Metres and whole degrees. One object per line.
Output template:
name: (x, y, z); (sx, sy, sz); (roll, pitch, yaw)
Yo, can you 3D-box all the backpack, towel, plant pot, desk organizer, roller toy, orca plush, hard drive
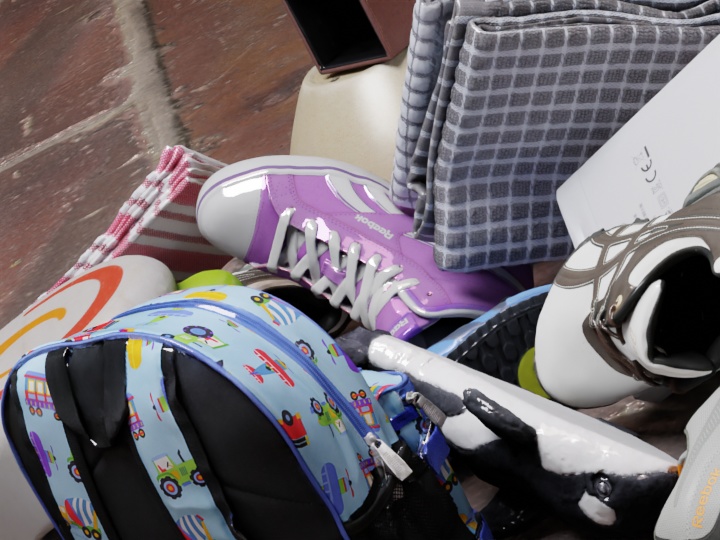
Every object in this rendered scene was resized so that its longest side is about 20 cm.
backpack: (-0.055, 0.090, 0.953); (0.182, 0.200, 0.135); (-11, 27, 40)
towel: (0.122, -0.084, 1.141); (0.200, 0.166, 0.086); (-6, 46, -16)
plant pot: (0.033, -0.085, 1.385); (0.200, 0.135, 0.200); (-24, 19, 9)
desk organizer: (-0.025, -0.228, 1.321); (0.072, 0.200, 0.077); (-7, 30, 44)
roller toy: (-0.143, 0.096, 1.147); (0.200, 0.140, 0.182); (-18, 25, 49)
towel: (-0.143, 0.003, 1.360); (0.200, 0.030, 0.146); (-45, -19, 14)
orca plush: (0.057, 0.089, 0.990); (0.200, 0.071, 0.105); (21, 4, 24)
hard drive: (0.182, -0.045, 1.024); (0.200, 0.027, 0.132); (-46, 47, 37)

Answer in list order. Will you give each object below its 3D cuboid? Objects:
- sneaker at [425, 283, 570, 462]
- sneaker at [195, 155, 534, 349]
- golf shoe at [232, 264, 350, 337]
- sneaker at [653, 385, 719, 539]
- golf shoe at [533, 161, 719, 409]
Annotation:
sneaker: (0.049, 0.059, 1.104); (0.200, 0.066, 0.078); (-31, 16, -11)
sneaker: (0.000, -0.001, 1.189); (0.200, 0.073, 0.114); (13, 32, -1)
golf shoe: (-0.096, 0.044, 1.281); (0.200, 0.078, 0.095); (-27, 13, 3)
sneaker: (0.181, 0.059, 0.923); (0.079, 0.074, 0.200); (-17, 21, 37)
golf shoe: (0.128, 0.018, 0.959); (0.095, 0.078, 0.200); (-48, 1, -42)
